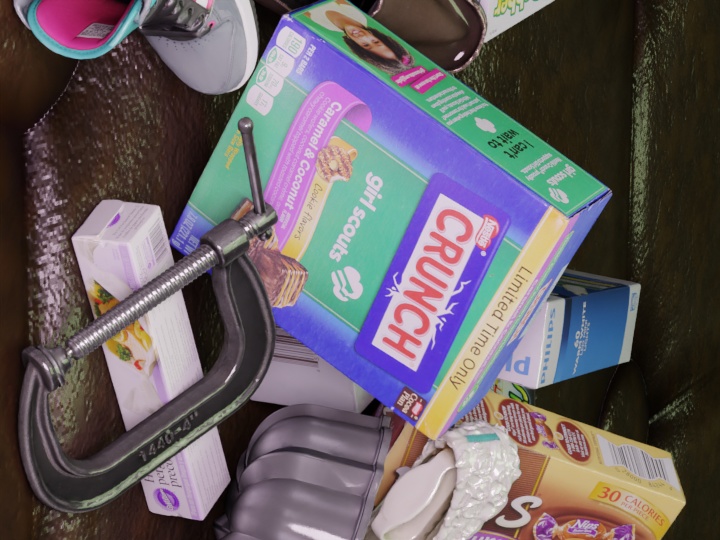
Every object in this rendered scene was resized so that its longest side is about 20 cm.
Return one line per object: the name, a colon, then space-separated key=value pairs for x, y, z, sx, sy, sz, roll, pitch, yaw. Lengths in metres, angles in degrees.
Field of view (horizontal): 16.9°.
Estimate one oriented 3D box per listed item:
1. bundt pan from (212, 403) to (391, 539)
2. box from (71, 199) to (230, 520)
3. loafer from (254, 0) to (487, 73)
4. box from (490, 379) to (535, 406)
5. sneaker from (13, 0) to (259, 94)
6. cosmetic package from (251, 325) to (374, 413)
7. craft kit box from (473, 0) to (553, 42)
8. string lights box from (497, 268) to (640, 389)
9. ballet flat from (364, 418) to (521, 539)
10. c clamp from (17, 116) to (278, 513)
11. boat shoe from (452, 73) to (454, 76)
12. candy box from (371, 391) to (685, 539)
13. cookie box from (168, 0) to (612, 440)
bundt pan: x=-0.052 y=0.169 z=1.431 sx=0.202 sy=0.076 sz=0.202 roll=-160 pitch=-90 yaw=-86
box: x=-0.117 y=0.053 z=1.375 sx=0.041 sy=0.039 sz=0.200 roll=-55 pitch=143 yaw=-45
loafer: x=-0.003 y=-0.157 z=1.444 sx=0.200 sy=0.071 sz=0.073 roll=16 pitch=109 yaw=-32
box: x=0.071 y=0.087 z=1.667 sx=0.110 sy=0.035 sz=0.200 roll=36 pitch=34 yaw=-24
sneaker: x=-0.119 y=-0.142 z=1.270 sx=0.200 sy=0.084 sz=0.121 roll=62 pitch=35 yaw=-39
cosmetic package: x=0.000 y=0.000 z=1.570 sx=0.200 sy=0.081 sz=0.113 roll=-44 pitch=136 yaw=-54
craft kit box: x=0.118 y=-0.270 z=1.550 sx=0.200 sy=0.049 sz=0.198 roll=-36 pitch=139 yaw=-49
string lights box: x=0.105 y=0.033 z=1.594 sx=0.200 sy=0.103 sz=0.059 roll=-7 pitch=107 yaw=-67
ballet flat: x=0.018 y=0.166 z=1.479 sx=0.200 sy=0.072 sz=0.072 roll=-55 pitch=163 yaw=19
c clamp: x=-0.115 y=0.034 z=1.318 sx=0.200 sy=0.027 sz=0.171 roll=-40 pitch=137 yaw=-22
boat shoe: x=0.025 y=-0.114 z=1.551 sx=0.075 sy=0.075 sz=0.202 roll=85 pitch=-5 yaw=-67
candy box: x=0.092 y=0.144 z=1.552 sx=0.117 sy=0.200 sz=0.056 roll=-59 pitch=-156 yaw=28
cookie box: x=0.015 y=-0.031 z=1.384 sx=0.075 sy=0.200 sz=0.171 roll=-35 pitch=158 yaw=-58
